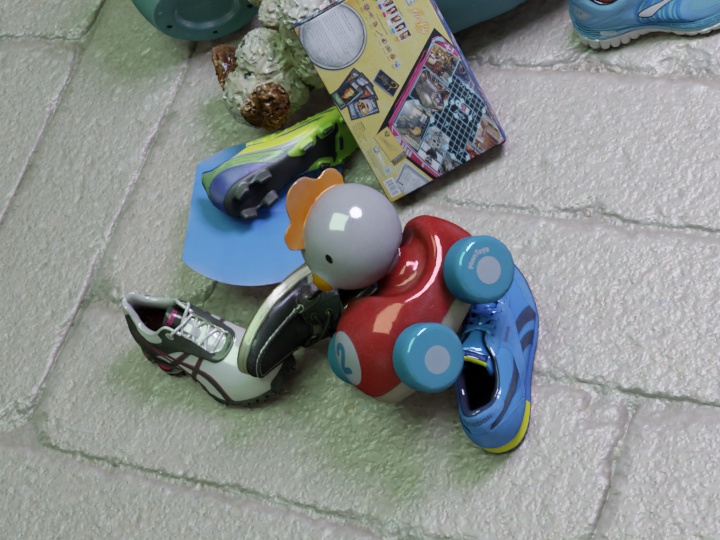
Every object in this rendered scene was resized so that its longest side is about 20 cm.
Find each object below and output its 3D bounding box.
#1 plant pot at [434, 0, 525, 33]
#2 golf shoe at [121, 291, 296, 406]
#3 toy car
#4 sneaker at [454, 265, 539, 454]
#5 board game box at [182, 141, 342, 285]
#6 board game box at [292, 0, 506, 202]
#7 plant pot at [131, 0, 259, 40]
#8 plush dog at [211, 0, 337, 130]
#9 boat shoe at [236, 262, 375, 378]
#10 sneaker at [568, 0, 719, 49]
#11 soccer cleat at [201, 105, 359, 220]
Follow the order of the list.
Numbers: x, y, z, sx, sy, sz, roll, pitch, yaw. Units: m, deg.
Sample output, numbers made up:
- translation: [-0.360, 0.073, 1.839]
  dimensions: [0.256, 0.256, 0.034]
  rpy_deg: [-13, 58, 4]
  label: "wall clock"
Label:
- translation: [0.103, -0.342, 1.793]
  dimensions: [0.188, 0.199, 0.201]
  rpy_deg: [-38, 48, 22]
  label: "plant pot"
- translation: [-0.157, 0.076, 1.734]
  dimensions: [0.199, 0.088, 0.078]
  rpy_deg: [14, 66, 33]
  label: "golf shoe"
- translation: [0.000, 0.000, 1.578]
  dimensions: [0.178, 0.199, 0.184]
  rpy_deg: [-58, 19, -14]
  label: "toy car"
- translation: [0.119, 0.064, 1.592]
  dimensions: [0.065, 0.078, 0.202]
  rpy_deg: [-12, 54, 25]
  label: "sneaker"
- translation: [-0.098, -0.050, 1.805]
  dimensions: [0.156, 0.039, 0.201]
  rpy_deg: [-1, 50, 5]
  label: "board game box"
- translation: [0.040, -0.186, 1.728]
  dimensions: [0.135, 0.201, 0.035]
  rpy_deg: [-27, 14, 11]
  label: "board game box"
- translation: [-0.186, -0.359, 1.965]
  dimensions: [0.199, 0.200, 0.162]
  rpy_deg: [-21, 66, 16]
  label: "plant pot"
- translation: [-0.076, -0.224, 1.845]
  dimensions: [0.172, 0.160, 0.200]
  rpy_deg: [-45, 28, 2]
  label: "plush dog"
- translation: [-0.039, 0.033, 1.684]
  dimensions: [0.066, 0.072, 0.201]
  rpy_deg: [30, 58, 21]
  label: "boat shoe"
- translation: [0.293, -0.278, 1.701]
  dimensions: [0.198, 0.090, 0.079]
  rpy_deg: [-14, 55, 20]
  label: "sneaker"
- translation: [-0.076, -0.126, 1.799]
  dimensions: [0.199, 0.065, 0.084]
  rpy_deg: [-34, 47, -21]
  label: "soccer cleat"
